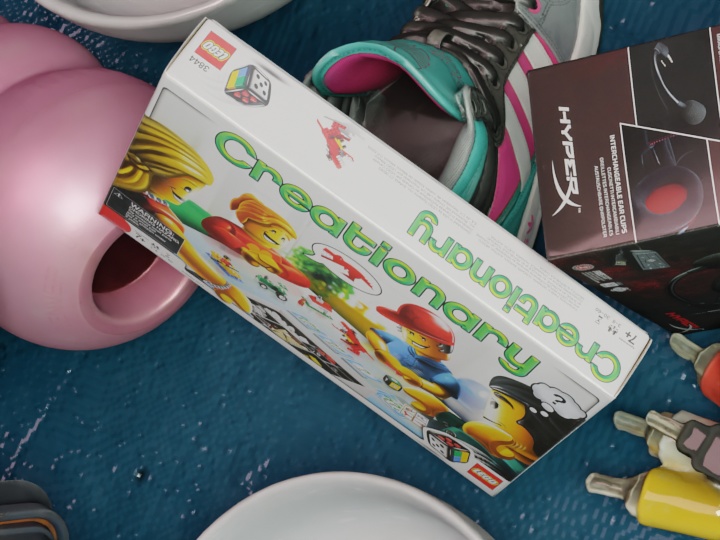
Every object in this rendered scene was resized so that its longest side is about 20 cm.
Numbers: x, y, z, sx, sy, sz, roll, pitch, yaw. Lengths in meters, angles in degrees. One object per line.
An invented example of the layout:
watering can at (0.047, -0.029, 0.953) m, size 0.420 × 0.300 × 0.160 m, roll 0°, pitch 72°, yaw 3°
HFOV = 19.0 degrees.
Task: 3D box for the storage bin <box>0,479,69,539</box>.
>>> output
storage bin at (-0.164, 0.204, 0.855) m, size 0.134 × 0.145 × 0.200 m, roll 35°, pitch 111°, yaw 36°

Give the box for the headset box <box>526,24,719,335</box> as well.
headset box at (0.180, -0.041, 0.770) m, size 0.200 × 0.149 × 0.075 m, roll -12°, pitch 73°, yaw 23°

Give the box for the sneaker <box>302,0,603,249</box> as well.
sneaker at (0.033, -0.084, 0.870) m, size 0.083 × 0.121 × 0.200 m, roll 8°, pitch 81°, yaw 28°

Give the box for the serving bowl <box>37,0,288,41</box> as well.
serving bowl at (-0.070, -0.188, 0.965) m, size 0.200 × 0.066 × 0.200 m, roll -8°, pitch 68°, yaw 21°

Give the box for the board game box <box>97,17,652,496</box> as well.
board game box at (0.000, 0.000, 0.820) m, size 0.200 × 0.126 × 0.035 m, roll 35°, pitch 61°, yaw -1°

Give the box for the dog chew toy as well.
dog chew toy at (-0.150, -0.053, 0.960) m, size 0.125 × 0.124 × 0.200 m, roll -53°, pitch 54°, yaw 6°

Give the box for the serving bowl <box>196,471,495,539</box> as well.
serving bowl at (0.003, 0.182, 0.846) m, size 0.200 × 0.066 × 0.201 m, roll -8°, pitch 76°, yaw 32°

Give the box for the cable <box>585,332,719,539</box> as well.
cable at (0.188, 0.086, 0.808) m, size 0.200 × 0.050 × 0.097 m, roll 29°, pitch 86°, yaw 17°
